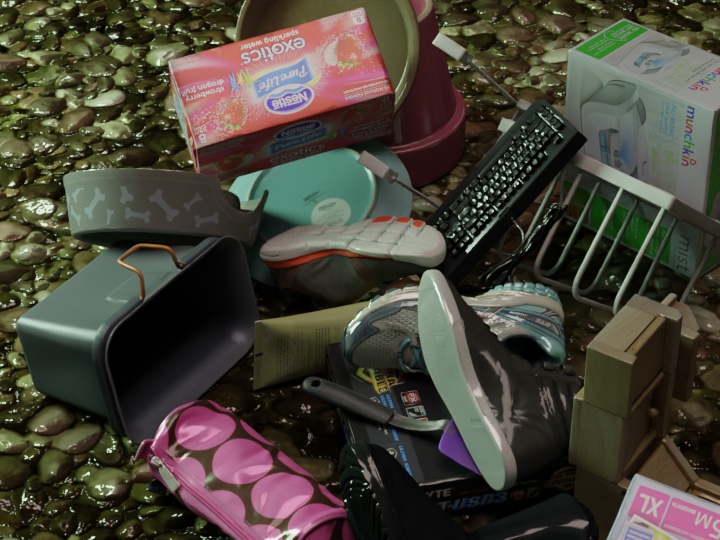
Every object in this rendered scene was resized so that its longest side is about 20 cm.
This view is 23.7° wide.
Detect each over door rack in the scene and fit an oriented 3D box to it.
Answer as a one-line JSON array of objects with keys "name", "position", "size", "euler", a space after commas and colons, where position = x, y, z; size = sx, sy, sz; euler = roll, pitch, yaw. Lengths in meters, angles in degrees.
[{"name": "over door rack", "position": [0.105, -0.119, 1.668], "size": [0.067, 0.200, 0.148], "euler": [36, 94, 38]}]

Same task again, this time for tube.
[{"name": "tube", "position": [-0.006, 0.056, 1.575], "size": [0.200, 0.058, 0.052], "euler": [-13, -4, -22]}]

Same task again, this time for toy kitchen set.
[{"name": "toy kitchen set", "position": [0.285, 0.124, 1.363], "size": [0.180, 0.200, 0.163], "euler": [22, 42, 27]}]

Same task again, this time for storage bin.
[{"name": "storage bin", "position": [-0.210, 0.043, 1.551], "size": [0.134, 0.146, 0.200], "euler": [10, 36, 31]}]

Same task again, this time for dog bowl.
[{"name": "dog bowl", "position": [-0.189, -0.054, 1.653], "size": [0.200, 0.059, 0.200], "euler": [2, -7, 0]}]

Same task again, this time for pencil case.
[{"name": "pencil case", "position": [-0.089, 0.186, 1.385], "size": [0.200, 0.091, 0.094], "euler": [30, 15, 36]}]

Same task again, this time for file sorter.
[{"name": "file sorter", "position": [0.217, -0.038, 1.621], "size": [0.200, 0.125, 0.139], "euler": [29, 6, 35]}]

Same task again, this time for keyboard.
[{"name": "keyboard", "position": [0.130, -0.055, 1.567], "size": [0.200, 0.021, 0.127], "euler": [-49, 48, 10]}]

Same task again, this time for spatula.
[{"name": "spatula", "position": [0.039, 0.126, 1.440], "size": [0.200, 0.021, 0.057], "euler": [16, 48, 23]}]

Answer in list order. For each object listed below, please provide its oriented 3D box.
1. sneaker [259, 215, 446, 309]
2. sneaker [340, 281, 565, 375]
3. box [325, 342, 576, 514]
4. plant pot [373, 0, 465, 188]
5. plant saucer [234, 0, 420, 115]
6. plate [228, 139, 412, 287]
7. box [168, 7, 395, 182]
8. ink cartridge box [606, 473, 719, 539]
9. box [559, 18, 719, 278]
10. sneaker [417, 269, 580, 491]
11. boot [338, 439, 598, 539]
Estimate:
[{"name": "sneaker", "position": [0.000, 0.000, 1.617], "size": [0.200, 0.082, 0.077], "euler": [0, 24, 37]}, {"name": "sneaker", "position": [0.084, 0.062, 1.482], "size": [0.200, 0.078, 0.086], "euler": [-8, 46, -5]}, {"name": "box", "position": [0.084, 0.127, 1.494], "size": [0.198, 0.050, 0.200], "euler": [-8, 37, -8]}, {"name": "plant pot", "position": [0.014, -0.209, 1.844], "size": [0.200, 0.179, 0.200], "euler": [-1, 36, 1]}, {"name": "plant saucer", "position": [-0.031, -0.228, 1.739], "size": [0.200, 0.200, 0.029], "euler": [12, 12, 17]}, {"name": "plate", "position": [-0.047, -0.069, 1.725], "size": [0.200, 0.026, 0.200], "euler": [-7, 53, 9]}, {"name": "box", "position": [-0.075, -0.166, 1.644], "size": [0.200, 0.095, 0.100], "euler": [-16, 71, -8]}, {"name": "ink cartridge box", "position": [0.219, 0.259, 1.249], "size": [0.119, 0.042, 0.200], "euler": [20, 68, 18]}, {"name": "box", "position": [0.299, -0.122, 1.701], "size": [0.176, 0.200, 0.097], "euler": [31, 47, 34]}, {"name": "sneaker", "position": [0.119, 0.082, 1.421], "size": [0.099, 0.071, 0.200], "euler": [-13, 63, -22]}, {"name": "boot", "position": [0.090, 0.203, 1.313], "size": [0.168, 0.076, 0.200], "euler": [-19, 77, -22]}]
